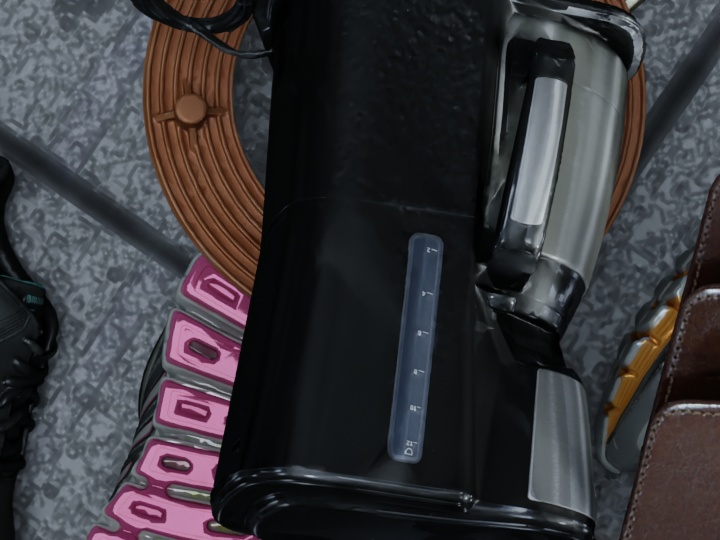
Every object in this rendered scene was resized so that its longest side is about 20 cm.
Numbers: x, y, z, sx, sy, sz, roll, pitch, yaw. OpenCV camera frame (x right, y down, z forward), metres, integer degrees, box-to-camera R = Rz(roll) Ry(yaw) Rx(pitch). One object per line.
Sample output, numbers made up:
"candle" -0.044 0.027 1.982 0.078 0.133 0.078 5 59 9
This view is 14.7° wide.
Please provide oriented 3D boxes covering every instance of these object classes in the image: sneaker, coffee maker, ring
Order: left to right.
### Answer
"sneaker" -0.163 0.046 1.149 0.079 0.075 0.200 -13 91 5
"sneaker" -0.064 0.084 1.129 0.074 0.087 0.200 15 84 1
"coffee maker" 0.000 0.000 1.016 0.192 0.135 0.200 4 72 15
"ring" 0.014 -0.071 1.101 0.200 0.019 0.201 1 81 -4
"sneaker" 0.167 0.007 1.108 0.077 0.078 0.200 40 96 -2

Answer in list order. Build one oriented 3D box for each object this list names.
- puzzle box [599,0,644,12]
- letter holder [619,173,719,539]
"puzzle box" 0.020 -0.157 1.144 0.133 0.025 0.200 -42 87 7
"letter holder" 0.203 0.056 0.975 0.200 0.101 0.142 15 115 6
